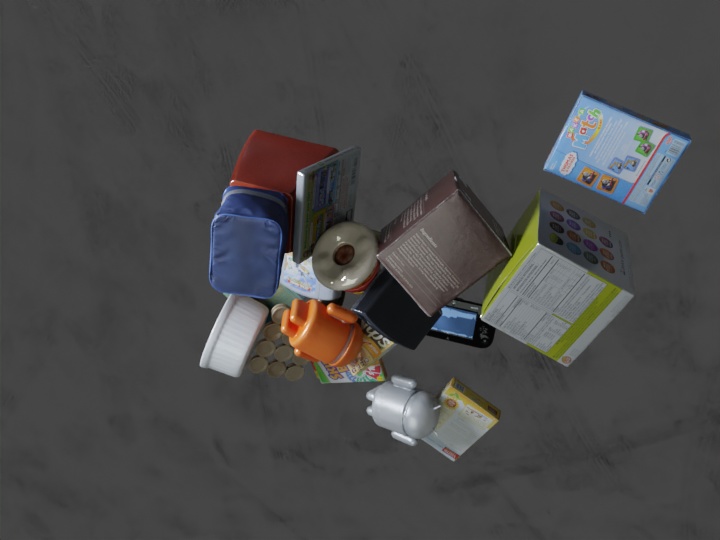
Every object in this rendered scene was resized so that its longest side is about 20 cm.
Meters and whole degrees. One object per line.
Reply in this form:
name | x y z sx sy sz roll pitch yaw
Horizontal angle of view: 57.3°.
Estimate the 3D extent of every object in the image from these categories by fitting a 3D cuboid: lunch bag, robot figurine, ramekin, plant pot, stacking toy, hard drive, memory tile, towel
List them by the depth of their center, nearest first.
lunch bag | -0.207 -0.052 1.247 0.134 0.133 0.202 10 124 -5
hard drive | 0.084 0.082 1.358 0.135 0.042 0.200 -51 131 0
plant pot | -0.172 -0.148 1.361 0.198 0.177 0.202 15 124 12
stacking toy | 0.000 0.000 1.370 0.144 0.148 0.200 -4 157 23
robot figurine | -0.079 0.141 1.456 0.199 0.116 0.145 29 85 -20
ramekin | -0.293 0.153 1.559 0.097 0.201 0.202 25 126 -4
robot figurine | 0.106 0.333 1.571 0.198 0.112 0.172 9 110 40
memory tile | -0.177 0.178 1.600 0.152 0.017 0.202 16 114 -27
towel | -0.228 0.051 1.603 0.147 0.022 0.199 46 124 -11

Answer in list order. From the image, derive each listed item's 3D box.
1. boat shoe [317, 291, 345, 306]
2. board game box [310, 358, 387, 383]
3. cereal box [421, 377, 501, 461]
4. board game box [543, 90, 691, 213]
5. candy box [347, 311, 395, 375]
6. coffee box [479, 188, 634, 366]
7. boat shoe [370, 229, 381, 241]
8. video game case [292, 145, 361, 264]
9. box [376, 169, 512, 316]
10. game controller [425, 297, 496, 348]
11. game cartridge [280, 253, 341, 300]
boat shoe | -0.082 0.097 1.542 0.071 0.076 0.201 21 117 -13
board game box | -0.038 0.234 1.641 0.198 0.030 0.096 -6 118 27
cereal box | 0.228 0.368 1.611 0.143 0.040 0.201 35 127 -1
board game box | 0.450 -0.209 1.170 0.198 0.037 0.152 24 126 5
candy box | 0.026 0.140 1.514 0.200 0.055 0.116 -44 74 36
coffee box | 0.362 0.011 1.232 0.196 0.200 0.201 27 128 -2
boat shoe | 0.066 -0.044 1.403 0.198 0.063 0.074 13 124 14
video game case | -0.068 -0.134 1.330 0.022 0.182 0.202 27 129 26
box | 0.157 -0.055 1.271 0.199 0.166 0.164 -38 102 17
game controller | 0.201 0.107 1.459 0.197 0.042 0.105 12 124 13
game cartridge | -0.122 -0.012 1.464 0.198 0.041 0.135 20 110 31
